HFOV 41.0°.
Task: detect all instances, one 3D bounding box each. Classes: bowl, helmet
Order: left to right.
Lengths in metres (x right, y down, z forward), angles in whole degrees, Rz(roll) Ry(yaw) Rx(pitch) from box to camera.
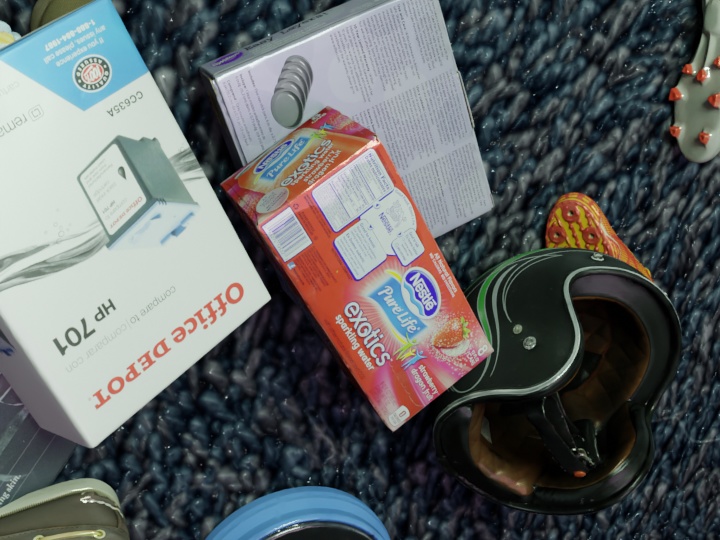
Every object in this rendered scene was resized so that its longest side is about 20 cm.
[{"bbox_3d":[-0.057,0.289,0.845,0.198,0.039,0.204,-8,112,-20],"label":"bowl"},{"bbox_3d":[0.155,0.078,0.784,0.201,0.198,0.192,57,40,-30],"label":"helmet"}]

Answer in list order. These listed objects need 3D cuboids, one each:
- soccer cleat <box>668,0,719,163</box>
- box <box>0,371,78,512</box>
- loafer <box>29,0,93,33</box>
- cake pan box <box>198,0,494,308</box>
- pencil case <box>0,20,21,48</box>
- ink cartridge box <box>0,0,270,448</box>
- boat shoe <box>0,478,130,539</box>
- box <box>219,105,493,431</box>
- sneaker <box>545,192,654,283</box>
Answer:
[{"bbox_3d":[0.323,-0.194,0.839,0.076,0.069,0.203,-4,107,-27],"label":"soccer cleat"},{"bbox_3d":[-0.299,0.090,0.614,0.196,0.124,0.201,34,92,-29],"label":"box"},{"bbox_3d":[-0.186,-0.081,0.635,0.075,0.067,0.203,-8,112,-22],"label":"loafer"},{"bbox_3d":[-0.003,-0.093,0.729,0.182,0.052,0.202,-27,118,-12],"label":"cake pan box"},{"bbox_3d":[-0.299,-0.114,0.561,0.197,0.083,0.092,6,92,-27],"label":"pencil case"},{"bbox_3d":[-0.163,-0.027,0.548,0.146,0.085,0.202,-41,114,-31],"label":"ink cartridge box"},{"bbox_3d":[-0.236,0.191,0.576,0.197,0.059,0.073,-19,118,-19],"label":"boat shoe"},{"bbox_3d":[0.000,0.000,0.681,0.099,0.095,0.201,-36,121,-7],"label":"box"},{"bbox_3d":[0.227,0.010,0.876,0.201,0.072,0.077,58,44,-23],"label":"sneaker"}]
